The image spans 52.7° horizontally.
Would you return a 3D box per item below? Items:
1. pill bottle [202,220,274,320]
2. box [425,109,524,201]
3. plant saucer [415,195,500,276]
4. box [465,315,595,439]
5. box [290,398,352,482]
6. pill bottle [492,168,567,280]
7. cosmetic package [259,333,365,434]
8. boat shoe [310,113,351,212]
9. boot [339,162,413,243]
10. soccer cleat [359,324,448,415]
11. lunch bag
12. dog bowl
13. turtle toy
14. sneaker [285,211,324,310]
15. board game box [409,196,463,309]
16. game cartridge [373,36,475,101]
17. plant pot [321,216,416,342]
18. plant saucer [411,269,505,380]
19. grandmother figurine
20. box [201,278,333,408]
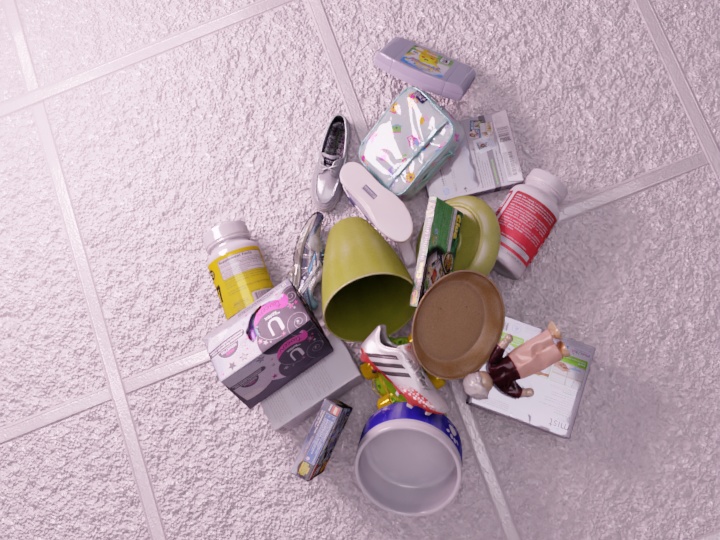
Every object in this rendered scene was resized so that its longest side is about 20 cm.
[{"bbox_3d":[-0.238,0.011,1.448,0.112,0.114,0.204,-22,79,0],"label":"pill bottle"},{"bbox_3d":[0.220,-0.229,1.491,0.195,0.041,0.159,-13,79,1],"label":"box"},{"bbox_3d":[0.179,-0.052,1.412,0.197,0.031,0.205,-14,68,38],"label":"plant saucer"},{"bbox_3d":[0.320,0.201,1.382,0.196,0.097,0.180,18,83,7],"label":"box"},{"bbox_3d":[-0.067,0.309,1.340,0.039,0.200,0.139,25,83,9],"label":"box"},{"bbox_3d":[0.318,-0.093,1.424,0.111,0.112,0.202,34,85,9],"label":"pill bottle"},{"bbox_3d":[-0.100,0.220,1.418,0.198,0.071,0.102,-32,70,-1],"label":"cosmetic package"},{"bbox_3d":[-0.064,-0.225,1.496,0.068,0.072,0.206,11,81,6],"label":"boat shoe"},{"bbox_3d":[0.035,-0.127,1.457,0.072,0.091,0.201,-36,75,-7],"label":"boot"},{"bbox_3d":[0.085,0.179,1.309,0.199,0.068,0.086,38,108,22],"label":"soccer cleat"},{"bbox_3d":[0.103,-0.253,1.449,0.201,0.077,0.161,-48,65,19],"label":"lunch bag"},{"bbox_3d":[0.089,0.346,1.335,0.195,0.079,0.204,4,115,8],"label":"dog bowl"},{"bbox_3d":[0.098,0.217,1.391,0.144,0.101,0.203,-29,77,13],"label":"turtle toy"},{"bbox_3d":[-0.096,-0.015,1.471,0.084,0.078,0.204,15,90,-2],"label":"sneaker"},{"bbox_3d":[0.142,-0.023,1.345,0.023,0.104,0.205,5,80,39],"label":"board game box"},{"bbox_3d":[0.133,-0.415,1.493,0.197,0.041,0.134,25,42,7],"label":"game cartridge"},{"bbox_3d":[0.000,0.000,1.399,0.183,0.189,0.202,-18,48,1],"label":"plant pot"},{"bbox_3d":[0.171,0.095,1.313,0.196,0.035,0.205,-7,106,-24],"label":"plant saucer"},{"bbox_3d":[0.278,0.176,1.315,0.197,0.061,0.123,-26,87,1],"label":"grandmother figurine"},{"bbox_3d":[-0.171,0.138,1.354,0.198,0.133,0.115,-35,53,-2],"label":"box"}]
